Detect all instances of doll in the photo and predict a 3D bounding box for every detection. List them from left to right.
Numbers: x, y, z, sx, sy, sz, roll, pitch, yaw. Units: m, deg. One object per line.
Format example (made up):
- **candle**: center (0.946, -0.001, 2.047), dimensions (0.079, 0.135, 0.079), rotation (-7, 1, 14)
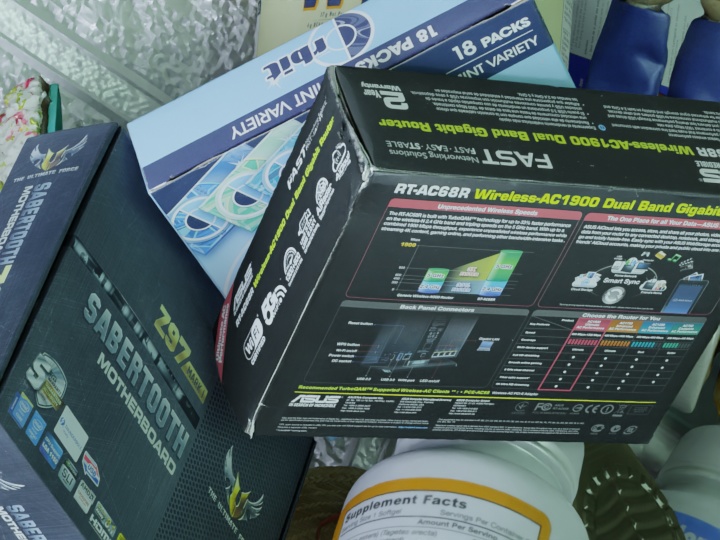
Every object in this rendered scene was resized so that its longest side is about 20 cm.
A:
- **doll**: center (0.144, -0.040, 1.260), dimensions (0.048, 0.136, 0.200), rotation (-43, 147, -71)

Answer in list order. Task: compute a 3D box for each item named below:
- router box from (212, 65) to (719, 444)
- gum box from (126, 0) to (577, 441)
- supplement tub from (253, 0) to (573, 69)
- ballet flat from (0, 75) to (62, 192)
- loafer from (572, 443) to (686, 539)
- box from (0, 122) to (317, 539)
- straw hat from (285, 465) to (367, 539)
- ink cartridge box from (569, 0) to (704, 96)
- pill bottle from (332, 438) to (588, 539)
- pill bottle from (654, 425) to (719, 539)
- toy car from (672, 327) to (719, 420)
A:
- **router box**: center (0.056, -0.002, 1.044), dimensions (0.200, 0.150, 0.062), rotation (3, 44, -27)
- **gum box**: center (0.021, -0.028, 1.083), dimensions (0.170, 0.045, 0.200), rotation (-26, 140, 6)
- **supplement tub**: center (0.027, -0.140, 1.176), dimensions (0.145, 0.145, 0.200), rotation (9, 82, -36)
- **ballet flat**: center (-0.149, 0.018, 1.088), dimensions (0.064, 0.076, 0.200), rotation (-6, 86, -4)
- **loafer**: center (0.095, 0.107, 1.210), dimensions (0.076, 0.067, 0.200), rotation (-8, 74, -45)
- **box**: center (-0.096, 0.065, 1.044), dimensions (0.200, 0.051, 0.158), rotation (61, 33, -36)
- **straw hat**: center (-0.017, 0.195, 1.156), dimensions (0.201, 0.085, 0.201), rotation (12, 54, -18)
- **ink cartridge box**: center (0.122, -0.105, 1.315), dimensions (0.200, 0.037, 0.095), rotation (16, 79, -38)
- **pill bottle**: center (0.036, 0.146, 1.086), dimensions (0.111, 0.111, 0.200), rotation (43, 45, -28)
- **pill bottle**: center (0.155, 0.182, 1.276), dimensions (0.114, 0.114, 0.200), rotation (48, 62, -25)
- **toy car**: center (0.251, 0.005, 1.335), dimensions (0.150, 0.175, 0.200), rotation (-45, 154, -70)
